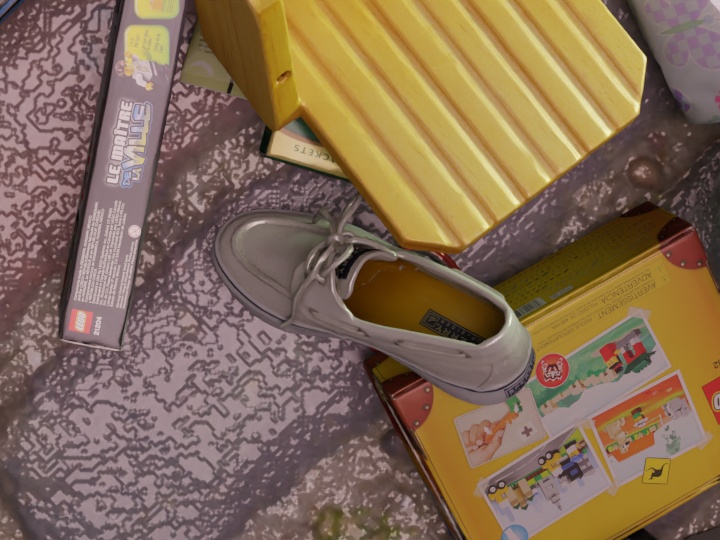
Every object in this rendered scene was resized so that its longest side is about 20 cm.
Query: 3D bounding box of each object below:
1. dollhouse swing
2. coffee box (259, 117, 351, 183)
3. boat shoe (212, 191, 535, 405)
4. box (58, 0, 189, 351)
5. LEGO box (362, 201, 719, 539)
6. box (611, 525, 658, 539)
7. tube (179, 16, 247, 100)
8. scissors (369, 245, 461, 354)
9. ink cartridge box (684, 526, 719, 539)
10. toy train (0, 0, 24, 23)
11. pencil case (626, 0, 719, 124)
[{"bbox_3d":[0.043,-0.141,0.867,0.199,0.182,0.176,-36,69,-13],"label":"dollhouse swing"},{"bbox_3d":[0.027,-0.144,0.986,0.122,0.044,0.201,17,94,-12],"label":"coffee box"},{"bbox_3d":[-0.002,0.004,0.934,0.201,0.086,0.075,27,69,25],"label":"boat shoe"},{"bbox_3d":[-0.129,-0.065,0.937,0.034,0.110,0.202,11,96,-11],"label":"box"},{"bbox_3d":[0.125,0.076,1.006,0.199,0.077,0.150,-28,107,-4],"label":"LEGO box"},{"bbox_3d":[0.104,0.241,0.996,0.199,0.148,0.108,-28,101,-5],"label":"box"},{"bbox_3d":[-0.048,-0.194,0.964,0.052,0.058,0.202,13,93,-16],"label":"tube"},{"bbox_3d":[0.097,0.035,1.039,0.199,0.014,0.074,14,95,-13],"label":"scissors"},{"bbox_3d":[0.264,0.241,0.997,0.085,0.200,0.149,-12,99,-7],"label":"ink cartridge box"},{"bbox_3d":[-0.187,-0.182,0.909,0.087,0.114,0.200,45,88,-9],"label":"toy train"},{"bbox_3d":[0.189,-0.184,0.987,0.090,0.083,0.201,-18,104,31],"label":"pencil case"}]
